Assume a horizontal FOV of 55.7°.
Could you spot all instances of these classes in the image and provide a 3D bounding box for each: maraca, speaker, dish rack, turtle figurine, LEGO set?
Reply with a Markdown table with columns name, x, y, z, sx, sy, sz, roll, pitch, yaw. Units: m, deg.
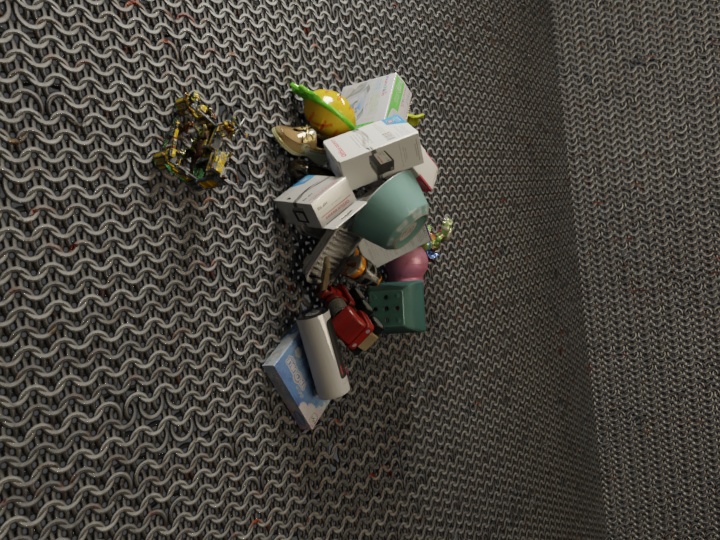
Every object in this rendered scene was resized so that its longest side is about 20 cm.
| name | x | y | z | sx | sy | sz | roll | pitch | yaw |
| --- | --- | --- | --- | --- | --- | --- | --- | --- | --- |
| maraca | -0.090 | -0.394 | 1.668 | 0.199 | 0.137 | 0.108 | 33 | 85 | -38 |
| speaker | -0.085 | 0.192 | 1.567 | 0.081 | 0.080 | 0.202 | -29 | 109 | -52 |
| dish rack | -0.063 | -0.060 | 1.645 | 0.201 | 0.043 | 0.171 | -57 | 161 | 7 |
| turtle figurine | 0.205 | -0.135 | 2.033 | 0.201 | 0.143 | 0.194 | 57 | 17 | 5 |
| LEGO set | -0.304 | -0.257 | 1.346 | 0.154 | 0.115 | 0.202 | 48 | 49 | -41 |

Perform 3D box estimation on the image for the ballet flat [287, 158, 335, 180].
| name | x | y | z | sx | sy | sz | roll | pitch | yaw |
| --- | --- | --- | --- | --- | --- | --- | --- | --- | --- |
| ballet flat | -0.102 | -0.234 | 1.696 | 0.199 | 0.046 | 0.068 | 18 | 71 | -53 |

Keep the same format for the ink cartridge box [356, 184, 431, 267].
| name | x | y | z | sx | sy | sz | roll | pitch | yaw |
| --- | --- | --- | --- | --- | --- | --- | --- | --- | --- |
| ink cartridge box | 0.069 | -0.126 | 1.827 | 0.041 | 0.198 | 0.201 | -124 | -169 | -66 |

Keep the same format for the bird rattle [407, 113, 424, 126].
| name | x | y | z | sx | sy | sz | roll | pitch | yaw |
| --- | --- | --- | --- | --- | --- | --- | --- | --- | --- |
| bird rattle | 0.098 | -0.393 | 1.964 | 0.200 | 0.112 | 0.165 | -36 | 131 | -48 |

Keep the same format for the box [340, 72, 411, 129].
| name | x | y | z | sx | sy | sz | roll | pitch | yaw |
| --- | --- | --- | --- | --- | --- | --- | --- | --- | --- |
| box | 0.026 | -0.393 | 1.788 | 0.097 | 0.175 | 0.202 | 41 | 55 | -45 |

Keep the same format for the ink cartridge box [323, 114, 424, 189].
| name | x | y | z | sx | sy | sz | roll | pitch | yaw |
| --- | --- | --- | --- | --- | --- | --- | --- | --- | --- |
| ink cartridge box | 0.029 | -0.278 | 1.603 | 0.145 | 0.198 | 0.084 | -122 | -167 | -55 |

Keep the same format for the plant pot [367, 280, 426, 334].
| name | x | y | z | sx | sy | sz | roll | pitch | yaw |
| --- | --- | --- | --- | --- | --- | --- | --- | --- | --- |
| plant pot | 0.088 | 0.099 | 1.788 | 0.200 | 0.139 | 0.143 | 8 | 79 | -77 |

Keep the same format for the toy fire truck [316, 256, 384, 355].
| name | x | y | z | sx | sy | sz | roll | pitch | yaw |
| --- | --- | --- | --- | --- | --- | --- | --- | --- | --- |
| toy fire truck | -0.046 | 0.078 | 1.617 | 0.199 | 0.129 | 0.177 | 34 | 16 | -42 |

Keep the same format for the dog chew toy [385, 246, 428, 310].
| name | x | y | z | sx | sy | sz | roll | pitch | yaw |
| --- | --- | --- | --- | --- | --- | --- | --- | --- | --- |
| dog chew toy | 0.130 | 0.027 | 1.940 | 0.124 | 0.123 | 0.203 | -4 | 97 | -55 |

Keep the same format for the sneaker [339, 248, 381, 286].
| name | x | y | z | sx | sy | sz | roll | pitch | yaw |
| --- | --- | --- | --- | --- | --- | --- | --- | --- | --- |
| sneaker | 0.000 | 0.000 | 1.717 | 0.077 | 0.200 | 0.079 | 32 | 95 | -13 |

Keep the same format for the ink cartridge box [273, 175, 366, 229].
| name | x | y | z | sx | sy | sz | roll | pitch | yaw |
| --- | --- | --- | --- | --- | --- | --- | --- | --- | --- |
| ink cartridge box | -0.092 | -0.158 | 1.547 | 0.116 | 0.199 | 0.067 | -41 | 121 | -26 |

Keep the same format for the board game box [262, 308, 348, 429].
| name | x | y | z | sx | sy | sz | roll | pitch | yaw |
| --- | --- | --- | --- | --- | --- | --- | --- | --- | --- |
| board game box | -0.123 | 0.232 | 1.612 | 0.200 | 0.043 | 0.201 | -54 | 127 | -42 |

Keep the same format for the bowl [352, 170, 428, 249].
| name | x | y | z | sx | sy | sz | roll | pitch | yaw |
| --- | --- | --- | --- | --- | --- | --- | --- | --- | --- |
| bowl | 0.087 | -0.127 | 1.611 | 0.105 | 0.202 | 0.200 | 45 | 34 | 14 |

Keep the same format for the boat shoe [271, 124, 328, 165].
| name | x | y | z | sx | sy | sz | roll | pitch | yaw |
| --- | --- | --- | --- | --- | --- | --- | --- | --- | --- |
| boat shoe | -0.132 | -0.313 | 1.626 | 0.199 | 0.066 | 0.075 | 9 | 48 | -58 |

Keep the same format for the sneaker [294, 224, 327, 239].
| name | x | y | z | sx | sy | sz | roll | pitch | yaw |
| --- | --- | --- | --- | --- | --- | --- | --- | --- | --- |
| sneaker | -0.074 | -0.107 | 1.690 | 0.199 | 0.081 | 0.076 | 1 | 85 | -55 |

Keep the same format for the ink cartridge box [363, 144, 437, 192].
| name | x | y | z | sx | sy | sz | roll | pitch | yaw |
| --- | --- | --- | --- | --- | --- | --- | --- | --- | --- |
| ink cartridge box | 0.086 | -0.275 | 1.840 | 0.146 | 0.198 | 0.084 | 41 | 56 | -44 |
